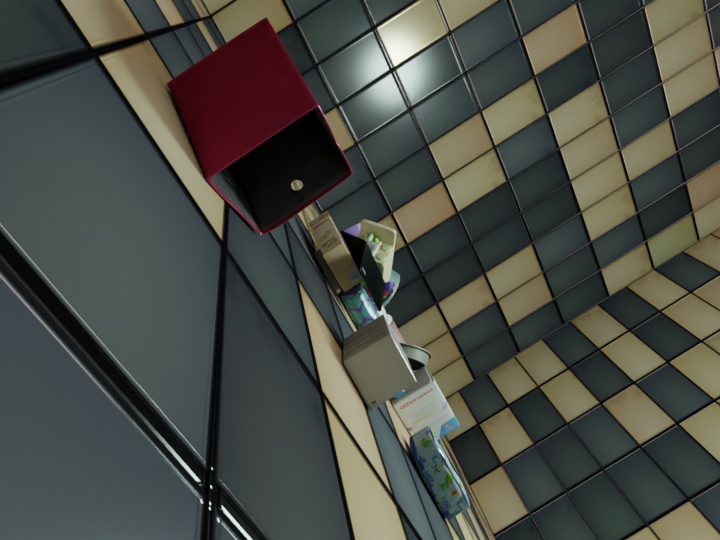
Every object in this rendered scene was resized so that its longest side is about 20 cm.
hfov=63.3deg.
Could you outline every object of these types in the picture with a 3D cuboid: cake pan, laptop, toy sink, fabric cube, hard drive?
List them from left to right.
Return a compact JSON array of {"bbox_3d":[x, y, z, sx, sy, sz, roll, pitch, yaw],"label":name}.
[{"bbox_3d":[-0.156,-0.222,0.938,0.202,0.193,0.200,59,2,26],"label":"fabric cube"},{"bbox_3d":[-0.100,-0.007,1.878,0.135,0.026,0.200,61,1,-3],"label":"hard drive"},{"bbox_3d":[0.000,0.000,1.766,0.197,0.103,0.180,25,-31,46],"label":"laptop"},{"bbox_3d":[0.035,-0.041,1.926,0.113,0.127,0.204,-58,161,-45],"label":"toy sink"},{"bbox_3d":[0.116,0.260,1.757,0.201,0.193,0.038,57,40,-61],"label":"cake pan"}]

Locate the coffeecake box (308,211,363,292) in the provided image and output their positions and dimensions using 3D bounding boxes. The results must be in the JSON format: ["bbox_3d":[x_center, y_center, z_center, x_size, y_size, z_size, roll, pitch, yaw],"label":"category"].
[{"bbox_3d":[-0.076,-0.060,1.780,0.156,0.072,0.202,60,1,-36],"label":"coffeecake box"}]

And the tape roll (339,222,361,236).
[{"bbox_3d":[-0.039,-0.088,2.137,0.087,0.196,0.200,58,2,6],"label":"tape roll"}]

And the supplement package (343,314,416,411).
[{"bbox_3d":[0.036,0.191,1.254,0.119,0.115,0.200,60,2,-7],"label":"supplement package"}]

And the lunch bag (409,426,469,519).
[{"bbox_3d":[0.198,0.511,1.487,0.204,0.081,0.161,61,3,-7],"label":"lunch bag"}]

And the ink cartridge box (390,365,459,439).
[{"bbox_3d":[0.186,0.407,1.734,0.203,0.142,0.085,59,2,-28],"label":"ink cartridge box"}]

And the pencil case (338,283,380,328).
[{"bbox_3d":[0.009,0.135,1.861,0.203,0.084,0.092,59,-18,-17],"label":"pencil case"}]

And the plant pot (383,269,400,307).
[{"bbox_3d":[0.022,0.041,2.121,0.160,0.202,0.201,39,7,-15],"label":"plant pot"}]

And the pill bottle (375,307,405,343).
[{"bbox_3d":[0.080,0.226,2.029,0.204,0.112,0.114,61,1,-15],"label":"pill bottle"}]

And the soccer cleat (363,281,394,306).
[{"bbox_3d":[0.029,0.081,1.907,0.073,0.198,0.069,41,41,-22],"label":"soccer cleat"}]

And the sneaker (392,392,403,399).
[{"bbox_3d":[0.058,0.275,1.628,0.082,0.072,0.204,36,-24,50],"label":"sneaker"}]
